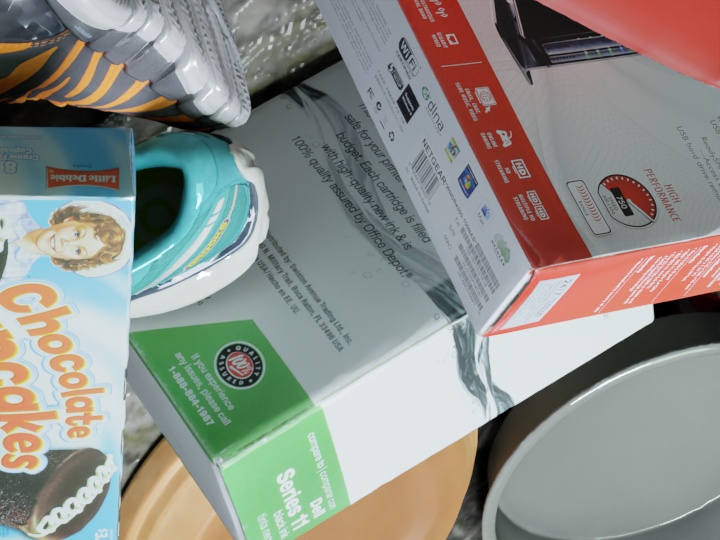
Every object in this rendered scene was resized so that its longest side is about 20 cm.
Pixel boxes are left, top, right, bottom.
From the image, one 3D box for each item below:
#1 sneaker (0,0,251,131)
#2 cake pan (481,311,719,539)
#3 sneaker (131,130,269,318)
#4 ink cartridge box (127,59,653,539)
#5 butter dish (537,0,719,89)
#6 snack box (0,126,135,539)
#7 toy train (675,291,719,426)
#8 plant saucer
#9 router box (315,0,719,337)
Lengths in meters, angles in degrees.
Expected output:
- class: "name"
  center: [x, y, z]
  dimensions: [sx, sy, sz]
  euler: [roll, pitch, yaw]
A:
- class: "sneaker"
  center: [-0.119, -0.085, 0.949]
  dimensions: [0.112, 0.078, 0.200]
  euler: [-22, 160, 14]
- class: "cake pan"
  center: [0.151, 0.094, 1.326]
  dimensions: [0.200, 0.037, 0.201]
  euler: [-12, 138, -11]
- class: "sneaker"
  center: [-0.131, -0.001, 0.978]
  dimensions: [0.200, 0.078, 0.080]
  euler: [-29, 168, 7]
- class: "ink cartridge box"
  center: [0.000, 0.000, 1.057]
  dimensions: [0.200, 0.147, 0.083]
  euler: [-30, 144, -11]
- class: "butter dish"
  center: [0.069, -0.186, 0.938]
  dimensions: [0.199, 0.148, 0.201]
  euler: [20, 84, -47]
- class: "snack box"
  center: [-0.140, 0.029, 0.923]
  dimensions: [0.116, 0.037, 0.200]
  euler: [0, 139, -7]
- class: "toy train"
  center: [0.182, 0.021, 1.313]
  dimensions: [0.046, 0.034, 0.200]
  euler: [-28, 140, -9]
- class: "plant saucer"
  center: [-0.026, 0.118, 1.239]
  dimensions: [0.200, 0.037, 0.200]
  euler: [-21, 137, -21]
- class: "router box"
  center: [0.086, -0.083, 1.003]
  dimensions: [0.179, 0.200, 0.049]
  euler: [-11, 153, -32]
